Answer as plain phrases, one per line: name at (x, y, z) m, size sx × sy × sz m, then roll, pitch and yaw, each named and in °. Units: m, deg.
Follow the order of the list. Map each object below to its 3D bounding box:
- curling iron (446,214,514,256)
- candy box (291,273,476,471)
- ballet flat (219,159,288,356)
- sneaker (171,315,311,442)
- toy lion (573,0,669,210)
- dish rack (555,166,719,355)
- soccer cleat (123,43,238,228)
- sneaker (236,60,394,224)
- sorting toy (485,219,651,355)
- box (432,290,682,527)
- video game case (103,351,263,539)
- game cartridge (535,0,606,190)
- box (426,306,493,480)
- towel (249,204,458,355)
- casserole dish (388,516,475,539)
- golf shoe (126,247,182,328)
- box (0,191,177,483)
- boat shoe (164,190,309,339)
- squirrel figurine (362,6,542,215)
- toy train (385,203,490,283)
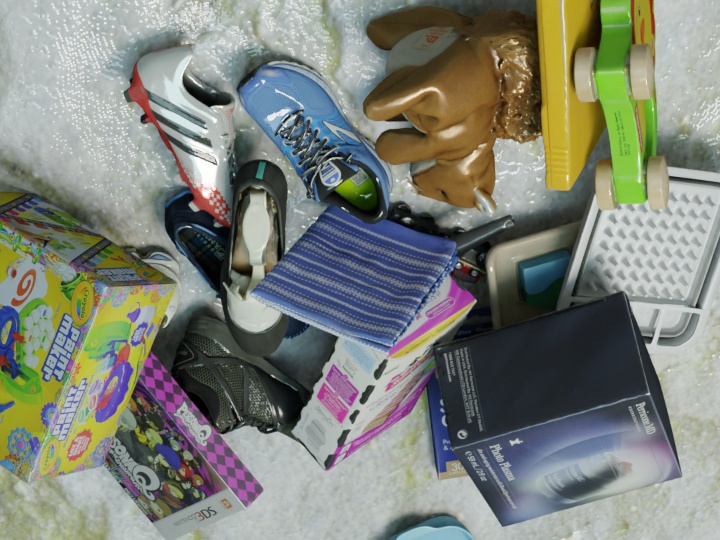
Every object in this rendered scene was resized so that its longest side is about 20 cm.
curling iron at (0.069, -0.007, 1.623) m, size 0.199 × 0.026 × 0.049 m, roll -32°, pitch 146°, yaw 23°
candy box at (0.022, 0.097, 1.618) m, size 0.061 × 0.136 × 0.201 m, roll 45°, pitch 139°, yaw 18°
ballet flat at (-0.103, -0.004, 1.541) m, size 0.067 × 0.069 × 0.202 m, roll 0°, pitch 109°, yaw 2°
sneaker at (-0.119, 0.147, 1.671) m, size 0.199 × 0.115 × 0.076 m, roll 40°, pitch 148°, yaw -25°
toy lion at (0.245, -0.184, 1.474) m, size 0.068 × 0.193 × 0.201 m, roll -1°, pitch 132°, yaw 19°
dish rack at (0.281, -0.017, 1.609) m, size 0.170 × 0.044 × 0.202 m, roll 6°, pitch 116°, yaw -20°
soccer cleat at (-0.144, -0.124, 1.537) m, size 0.084 × 0.069 × 0.201 m, roll -24°, pitch 116°, yaw 16°
sneaker at (-0.036, -0.119, 1.538) m, size 0.078 × 0.089 × 0.200 m, roll -41°, pitch 117°, yaw 17°
sorting toy at (0.227, 0.034, 1.663) m, size 0.198 × 0.037 × 0.187 m, roll -18°, pitch 123°, yaw -13°
box at (0.197, 0.141, 1.596) m, size 0.196 × 0.124 × 0.200 m, roll -18°, pitch 145°, yaw 11°
video game case at (-0.209, 0.174, 1.639) m, size 0.201 × 0.036 × 0.181 m, roll 52°, pitch 142°, yaw -7°
game cartridge at (0.198, -0.201, 1.469) m, size 0.032 × 0.177 × 0.202 m, roll 9°, pitch 124°, yaw 21°
box at (0.131, 0.132, 1.745) m, size 0.120 × 0.033 × 0.202 m, roll -9°, pitch 121°, yaw -1°
towel at (0.000, 0.000, 1.525) m, size 0.143 × 0.200 × 0.024 m, roll 21°, pitch 123°, yaw 12°
casserole dish at (0.095, 0.357, 1.874) m, size 0.120 × 0.039 × 0.201 m, roll -24°, pitch 122°, yaw 8°
golf shoe at (-0.274, 0.036, 1.604) m, size 0.198 × 0.098 × 0.079 m, roll -13°, pitch 124°, yaw 4°
box at (-0.309, 0.058, 1.519) m, size 0.192 × 0.122 × 0.202 m, roll 30°, pitch 104°, yaw 23°
boat shoe at (-0.127, 0.010, 1.619) m, size 0.199 × 0.069 × 0.084 m, roll 38°, pitch 111°, yaw -25°
squirrel figurine at (0.108, -0.144, 1.515) m, size 0.198 × 0.142 × 0.188 m, roll -17°, pitch 128°, yaw 8°
toy train at (0.110, -0.010, 1.653) m, size 0.198 × 0.034 × 0.046 m, roll 23°, pitch 118°, yaw -19°
